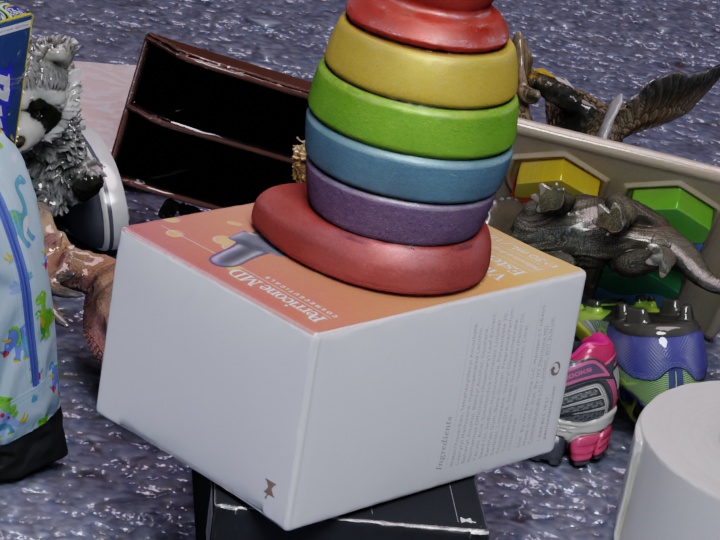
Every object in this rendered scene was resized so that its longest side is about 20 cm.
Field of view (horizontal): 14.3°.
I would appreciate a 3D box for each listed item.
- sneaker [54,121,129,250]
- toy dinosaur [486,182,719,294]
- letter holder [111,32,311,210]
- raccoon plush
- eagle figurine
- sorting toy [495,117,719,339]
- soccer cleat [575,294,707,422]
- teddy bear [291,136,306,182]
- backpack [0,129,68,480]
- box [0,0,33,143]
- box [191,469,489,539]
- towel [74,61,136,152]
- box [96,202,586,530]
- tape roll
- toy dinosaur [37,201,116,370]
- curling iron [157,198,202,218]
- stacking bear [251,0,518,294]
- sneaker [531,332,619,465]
[{"bbox_3d":[-0.218,-0.071,1.904,0.079,0.079,0.200,-15,37,-21],"label":"sneaker"},{"bbox_3d":[0.149,-0.022,1.764,0.199,0.077,0.102,-3,6,10],"label":"toy dinosaur"},{"bbox_3d":[-0.048,-0.076,1.869,0.199,0.101,0.142,16,4,-16],"label":"letter holder"},{"bbox_3d":[-0.225,-0.123,1.797,0.096,0.135,0.200,-14,39,-17],"label":"raccoon plush"},{"bbox_3d":[0.167,-0.092,1.945,0.199,0.151,0.152,18,57,-35],"label":"eagle figurine"},{"bbox_3d":[0.153,-0.025,1.850,0.199,0.185,0.037,18,60,2],"label":"sorting toy"},{"bbox_3d":[0.168,0.058,1.778,0.064,0.084,0.200,-3,2,-7],"label":"soccer cleat"},{"bbox_3d":[0.000,0.000,1.692,0.144,0.201,0.067,-14,-23,13],"label":"teddy bear"},{"bbox_3d":[-0.240,0.001,1.537,0.163,0.201,0.153,24,24,29],"label":"backpack"},{"bbox_3d":[-0.249,-0.063,1.693,0.064,0.201,0.070,22,25,25],"label":"box"},{"bbox_3d":[-0.015,0.118,1.516,0.140,0.079,0.200,4,22,-6],"label":"box"},{"bbox_3d":[-0.151,-0.105,2.082,0.190,0.032,0.200,3,23,-17],"label":"towel"},{"bbox_3d":[-0.009,0.037,1.476,0.199,0.107,0.152,-12,30,-44],"label":"box"},{"bbox_3d":[0.245,0.134,1.608,0.201,0.071,0.203,9,22,-4],"label":"tape roll"},{"bbox_3d":[-0.133,0.035,1.662,0.135,0.086,0.200,-4,26,-33],"label":"toy dinosaur"},{"bbox_3d":[-0.077,0.002,1.847,0.049,0.026,0.200,23,10,-41],"label":"curling iron"},{"bbox_3d":[0.028,-0.101,1.413,0.121,0.201,0.114,1,22,-23],"label":"stacking bear"},{"bbox_3d":[0.061,0.051,1.728,0.199,0.075,0.081,15,22,13],"label":"sneaker"}]
